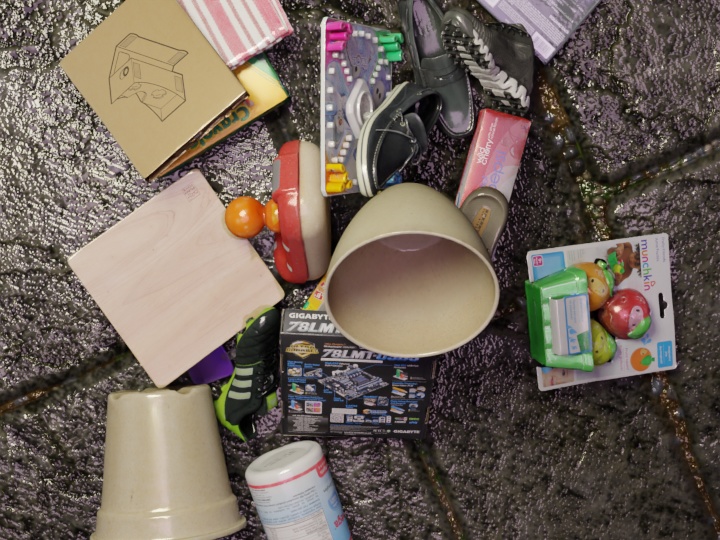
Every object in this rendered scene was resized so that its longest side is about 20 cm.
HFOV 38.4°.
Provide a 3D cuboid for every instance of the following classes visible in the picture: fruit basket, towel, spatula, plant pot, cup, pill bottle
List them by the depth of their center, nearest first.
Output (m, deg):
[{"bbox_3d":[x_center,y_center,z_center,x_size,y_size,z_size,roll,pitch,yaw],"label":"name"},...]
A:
[{"bbox_3d":[0.058,-0.017,1.208,0.198,0.144,0.202,1,133,1],"label":"cup"},{"bbox_3d":[-0.195,-0.298,1.268,0.199,0.030,0.147,-30,73,6],"label":"towel"},{"bbox_3d":[-0.251,0.243,1.326,0.198,0.200,0.186,-4,87,-1],"label":"plant pot"},{"bbox_3d":[0.320,0.055,1.353,0.197,0.094,0.188,-6,98,-4],"label":"fruit basket"},{"bbox_3d":[-0.072,0.339,1.373,0.108,0.109,0.202,-18,99,1],"label":"pill bottle"},{"bbox_3d":[-0.142,0.095,1.379,0.198,0.021,0.057,-25,110,0],"label":"spatula"}]

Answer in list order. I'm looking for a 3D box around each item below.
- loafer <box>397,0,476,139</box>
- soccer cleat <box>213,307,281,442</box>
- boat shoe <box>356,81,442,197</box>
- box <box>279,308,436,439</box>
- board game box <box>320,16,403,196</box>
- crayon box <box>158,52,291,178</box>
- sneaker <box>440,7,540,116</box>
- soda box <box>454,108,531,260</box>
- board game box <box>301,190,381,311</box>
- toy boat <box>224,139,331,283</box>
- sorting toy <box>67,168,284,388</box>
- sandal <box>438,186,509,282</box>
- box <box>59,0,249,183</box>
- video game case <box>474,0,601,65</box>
[{"bbox_3d":[0.097,-0.262,1.312,0.067,0.070,0.203,-20,98,1],"label":"loafer"},{"bbox_3d":[-0.131,0.134,1.331,0.081,0.067,0.201,39,126,22],"label":"soccer cleat"},{"bbox_3d":[0.047,-0.162,1.248,0.062,0.201,0.075,7,132,24],"label":"boat shoe"},{"bbox_3d":[-0.005,0.137,1.326,0.197,0.050,0.200,2,132,-1],"label":"box"},{"bbox_3d":[0.006,-0.196,1.258,0.026,0.200,0.203,4,99,24],"label":"board game box"},{"bbox_3d":[-0.202,-0.219,1.315,0.199,0.058,0.120,-31,96,3],"label":"crayon box"},{"bbox_3d":[0.166,-0.279,1.280,0.200,0.066,0.091,36,77,-47],"label":"sneaker"},{"bbox_3d":[0.160,-0.104,1.336,0.063,0.070,0.202,14,98,-1],"label":"soda box"},{"bbox_3d":[0.000,0.000,1.339,0.030,0.095,0.201,41,99,35],"label":"board game box"},{"bbox_3d":[-0.103,-0.066,1.275,0.129,0.201,0.132,-2,62,1],"label":"toy boat"},{"bbox_3d":[-0.235,0.010,1.330,0.199,0.070,0.200,-36,96,-8],"label":"sorting toy"},{"bbox_3d":[0.132,-0.005,1.289,0.081,0.055,0.202,23,104,-3],"label":"sandal"},{"bbox_3d":[-0.250,-0.230,1.241,0.163,0.021,0.201,-39,74,5],"label":"box"},{"bbox_3d":[0.252,-0.388,1.325,0.143,0.019,0.200,41,94,-7],"label":"video game case"}]
